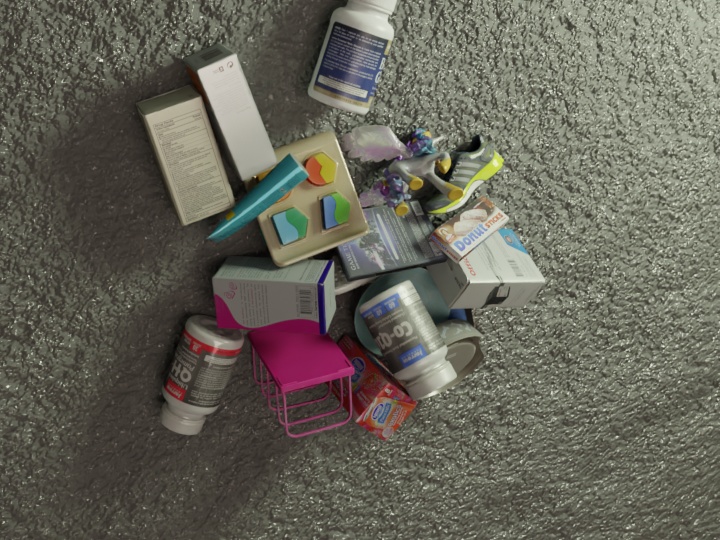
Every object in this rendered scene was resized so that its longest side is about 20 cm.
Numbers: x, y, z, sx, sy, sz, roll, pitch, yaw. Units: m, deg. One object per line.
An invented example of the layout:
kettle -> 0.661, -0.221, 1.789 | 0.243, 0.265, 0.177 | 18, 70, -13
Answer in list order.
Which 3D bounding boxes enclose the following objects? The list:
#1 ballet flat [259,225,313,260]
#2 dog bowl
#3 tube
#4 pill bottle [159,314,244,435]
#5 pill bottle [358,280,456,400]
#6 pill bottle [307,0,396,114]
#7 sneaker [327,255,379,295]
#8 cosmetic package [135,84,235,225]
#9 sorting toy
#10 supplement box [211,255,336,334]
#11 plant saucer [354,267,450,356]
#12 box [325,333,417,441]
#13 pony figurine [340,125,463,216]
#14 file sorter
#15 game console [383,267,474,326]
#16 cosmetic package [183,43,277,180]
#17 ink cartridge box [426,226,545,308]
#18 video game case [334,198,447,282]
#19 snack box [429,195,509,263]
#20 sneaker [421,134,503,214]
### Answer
ballet flat -> -0.123, -0.028, 1.700 | 0.064, 0.075, 0.200 | -52, 133, -34
dog bowl -> 0.160, 0.175, 1.857 | 0.199, 0.059, 0.200 | -25, 149, -16
tube -> -0.176, -0.114, 1.558 | 0.200, 0.077, 0.050 | -41, 78, 5
pill bottle -> -0.295, 0.192, 1.681 | 0.110, 0.111, 0.201 | 15, 104, -29
pill bottle -> 0.090, 0.131, 1.709 | 0.113, 0.114, 0.201 | -28, 84, -11
pill bottle -> -0.009, -0.375, 1.563 | 0.111, 0.111, 0.201 | 11, 107, -28
sneaker -> 0.000, 0.000, 1.736 | 0.200, 0.076, 0.081 | -33, 148, -26
cosmetic package -> -0.288, -0.190, 1.529 | 0.103, 0.087, 0.201 | -21, 120, -14
sorting toy -> -0.097, -0.128, 1.621 | 0.184, 0.036, 0.201 | -21, 89, -15
supplement box -> -0.150, 0.042, 1.635 | 0.199, 0.103, 0.102 | 3, 116, 9
plant saucer -> 0.078, 0.076, 1.821 | 0.200, 0.039, 0.202 | -8, 118, -15
box -> 0.009, 0.222, 1.781 | 0.100, 0.200, 0.095 | -49, 125, 3
pony figurine -> 0.077, -0.180, 1.664 | 0.192, 0.200, 0.167 | -17, 126, 0
file sorter -> -0.111, 0.199, 1.719 | 0.138, 0.200, 0.126 | -12, 119, -20
game console -> 0.140, 0.085, 1.882 | 0.176, 0.031, 0.201 | -22, 119, -15
cosmetic package -> -0.213, -0.261, 1.525 | 0.071, 0.101, 0.201 | -27, 120, -11
ink cartridge box -> 0.234, -0.006, 1.791 | 0.199, 0.145, 0.084 | 0, 138, -35
video game case -> 0.046, -0.059, 1.718 | 0.199, 0.143, 0.019 | -12, 150, -19
snack box -> 0.209, -0.081, 1.760 | 0.200, 0.072, 0.024 | -36, 165, -47
sneaker -> 0.182, -0.180, 1.761 | 0.200, 0.074, 0.081 | -44, 113, -20
